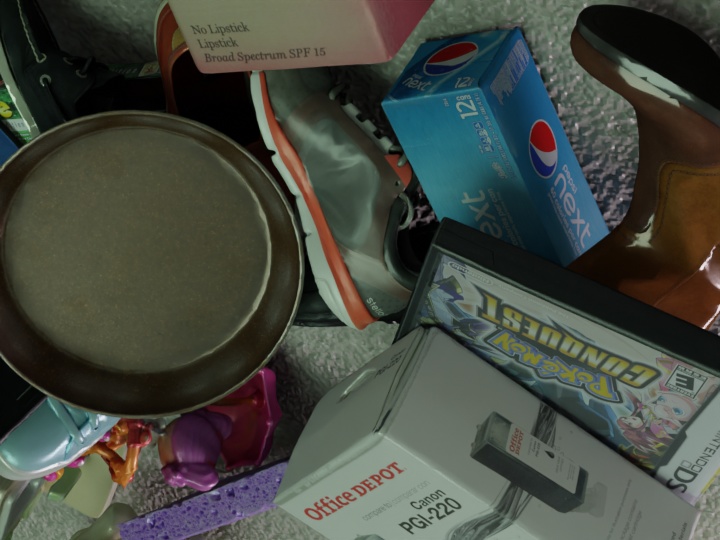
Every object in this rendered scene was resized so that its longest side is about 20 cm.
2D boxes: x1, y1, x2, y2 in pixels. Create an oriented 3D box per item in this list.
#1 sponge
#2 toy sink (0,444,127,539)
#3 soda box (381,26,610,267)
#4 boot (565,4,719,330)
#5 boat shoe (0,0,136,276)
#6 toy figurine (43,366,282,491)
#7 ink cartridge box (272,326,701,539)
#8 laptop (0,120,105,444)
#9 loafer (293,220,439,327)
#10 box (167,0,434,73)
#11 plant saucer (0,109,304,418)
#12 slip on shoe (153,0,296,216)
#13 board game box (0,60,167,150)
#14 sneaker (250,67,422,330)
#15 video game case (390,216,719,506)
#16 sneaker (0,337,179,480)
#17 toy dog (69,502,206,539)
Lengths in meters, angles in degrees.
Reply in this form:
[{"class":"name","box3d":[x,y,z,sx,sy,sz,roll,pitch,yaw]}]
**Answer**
[{"class":"sponge","box3d":[-0.076,0.158,1.331,0.200,0.112,0.030,-24,86,43]},{"class":"toy sink","box3d":[-0.300,0.150,1.457,0.200,0.112,0.130,29,139,2]},{"class":"soda box","box3d":[0.090,-0.039,1.077,0.068,0.064,0.200,-5,126,34]},{"class":"boot","box3d":[0.144,-0.032,1.017,0.188,0.068,0.200,27,126,-21]},{"class":"boat shoe","box3d":[-0.174,-0.099,1.147,0.066,0.075,0.199,-21,81,9]},{"class":"toy figurine","box3d":[-0.147,0.092,1.274,0.184,0.200,0.150,20,134,-5]},{"class":"ink cartridge box","box3d":[0.071,0.136,1.077,0.200,0.085,0.146,36,145,-10]},{"class":"laptop","box3d":[-0.255,-0.010,1.175,0.200,0.177,0.103,34,163,37]},{"class":"loafer","box3d":[0.000,0.000,1.177,0.201,0.068,0.070,-4,89,45]},{"class":"box","box3d":[-0.047,-0.215,0.959,0.128,0.109,0.200,0,130,32]},{"class":"plant saucer","box3d":[-0.134,-0.006,1.109,0.200,0.034,0.200,-2,113,-4]},{"class":"slip on shoe","box3d":[-0.083,-0.079,1.132,0.074,0.061,0.200,-12,128,-1]},{"class":"board game box","box3d":[-0.179,-0.086,1.226,0.200,0.023,0.105,0,130,31]},{"class":"sneaker","box3d":[-0.002,-0.069,1.087,0.082,0.077,0.200,-17,99,18]},{"class":"video game case","box3d":[0.116,0.064,1.044,0.200,0.026,0.181,24,148,4]},{"class":"sneaker","box3d":[-0.156,0.056,1.183,0.074,0.200,0.082,50,153,-5]},{"class":"toy dog","box3d":[-0.197,0.272,1.424,0.140,0.194,0.200,34,162,3]}]
